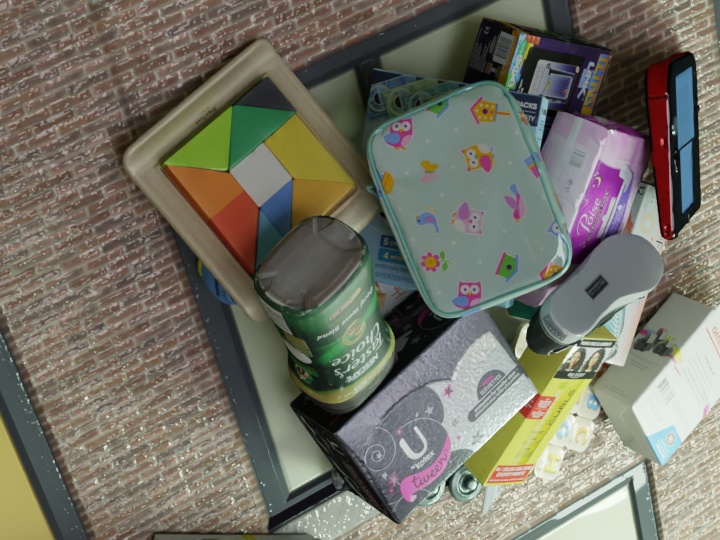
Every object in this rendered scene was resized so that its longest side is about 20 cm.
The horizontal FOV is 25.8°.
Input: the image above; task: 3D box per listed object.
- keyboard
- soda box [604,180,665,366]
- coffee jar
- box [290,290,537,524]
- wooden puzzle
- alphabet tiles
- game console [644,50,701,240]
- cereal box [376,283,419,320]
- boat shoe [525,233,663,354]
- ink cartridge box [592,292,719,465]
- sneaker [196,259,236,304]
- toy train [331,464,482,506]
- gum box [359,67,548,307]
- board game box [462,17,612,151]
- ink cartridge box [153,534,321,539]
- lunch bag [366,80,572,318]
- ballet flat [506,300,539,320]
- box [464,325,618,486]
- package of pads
[{"bbox_3d":[0.159,0.172,1.765,0.056,0.011,0.203,-25,126,-62],"label":"keyboard"},{"bbox_3d":[0.280,-0.002,1.730,0.068,0.063,0.202,14,94,-44],"label":"soda box"},{"bbox_3d":[-0.028,0.047,1.444,0.104,0.085,0.201,-46,151,-18],"label":"coffee jar"},{"bbox_3d":[0.055,0.130,1.573,0.200,0.115,0.133,-41,114,-13],"label":"box"},{"bbox_3d":[-0.091,-0.085,1.446,0.185,0.037,0.201,-42,99,-18],"label":"wooden puzzle"},{"bbox_3d":[0.221,0.135,1.775,0.195,0.015,0.202,21,87,-47],"label":"alphabet tiles"},{"bbox_3d":[0.335,-0.135,1.654,0.200,0.031,0.179,-29,113,-67],"label":"game console"},{"bbox_3d":[0.000,0.000,1.597,0.200,0.039,0.144,-41,126,-10],"label":"cereal box"},{"bbox_3d":[0.230,0.023,1.567,0.199,0.069,0.057,-31,169,-43],"label":"boat shoe"},{"bbox_3d":[0.374,0.112,1.848,0.200,0.068,0.116,-46,129,-16],"label":"ink cartridge box"},{"bbox_3d":[-0.083,-0.058,1.498,0.066,0.078,0.202,27,95,-33],"label":"sneaker"},{"bbox_3d":[0.059,0.190,1.698,0.198,0.085,0.116,-1,103,-31],"label":"toy train"},{"bbox_3d":[0.079,-0.080,1.508,0.045,0.168,0.203,-7,107,-77],"label":"gum box"},{"bbox_3d":[0.162,-0.145,1.598,0.164,0.056,0.202,1,111,-49],"label":"board game box"},{"bbox_3d":[-0.108,0.342,1.620,0.198,0.145,0.084,6,109,-33],"label":"ink cartridge box"},{"bbox_3d":[0.096,-0.065,1.442,0.159,0.077,0.202,-22,88,11],"label":"lunch bag"},{"bbox_3d":[0.224,-0.034,1.706,0.071,0.072,0.202,16,104,-35],"label":"ballet flat"},{"bbox_3d":[0.184,0.135,1.649,0.075,0.050,0.201,6,123,-46],"label":"box"},{"bbox_3d":[0.217,-0.059,1.605,0.120,0.075,0.202,3,110,-54],"label":"package of pads"}]
